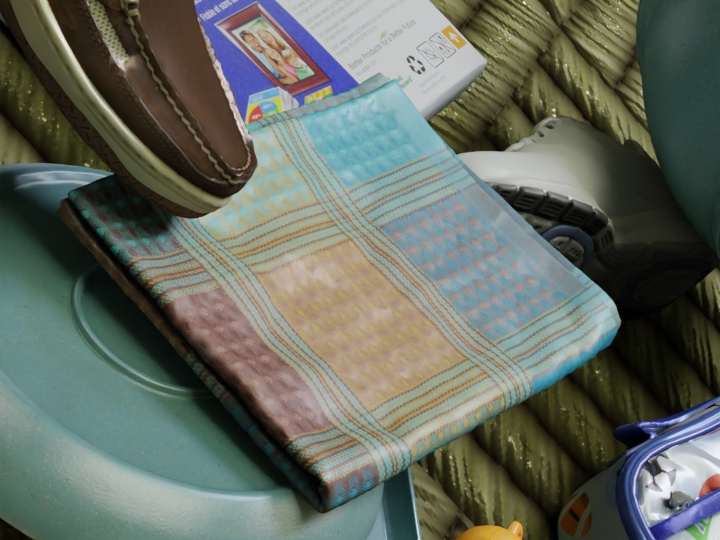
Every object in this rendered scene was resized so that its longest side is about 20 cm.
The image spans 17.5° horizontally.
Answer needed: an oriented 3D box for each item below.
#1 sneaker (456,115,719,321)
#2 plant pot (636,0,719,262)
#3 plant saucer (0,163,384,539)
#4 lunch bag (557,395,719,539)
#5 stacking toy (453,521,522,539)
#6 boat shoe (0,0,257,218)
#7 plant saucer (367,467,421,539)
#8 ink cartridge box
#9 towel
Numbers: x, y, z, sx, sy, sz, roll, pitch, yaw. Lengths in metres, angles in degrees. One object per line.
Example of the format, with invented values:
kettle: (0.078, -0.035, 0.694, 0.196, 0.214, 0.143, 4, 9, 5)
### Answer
sneaker: (0.085, -0.029, 1.053, 0.200, 0.074, 0.087, 11, 46, -55)
plant pot: (0.217, -0.058, 1.024, 0.200, 0.200, 0.134, 34, 44, -25)
plant saucer: (-0.074, 0.027, 0.801, 0.200, 0.027, 0.200, 24, 32, -16)
lunch bag: (0.185, 0.119, 0.992, 0.200, 0.076, 0.161, -22, 80, -34)
stacking toy: (0.041, 0.130, 0.728, 0.109, 0.200, 0.116, 22, 62, 14)
boat shoe: (-0.083, -0.111, 0.760, 0.203, 0.075, 0.075, 56, 20, -19)
plant saucer: (-0.010, 0.076, 0.892, 0.070, 0.019, 0.200, 21, 48, -38)
ink cartridge box: (-0.062, -0.117, 0.966, 0.200, 0.047, 0.198, 45, 36, 3)
towel: (0.000, 0.000, 0.847, 0.147, 0.022, 0.200, 47, 35, 14)
